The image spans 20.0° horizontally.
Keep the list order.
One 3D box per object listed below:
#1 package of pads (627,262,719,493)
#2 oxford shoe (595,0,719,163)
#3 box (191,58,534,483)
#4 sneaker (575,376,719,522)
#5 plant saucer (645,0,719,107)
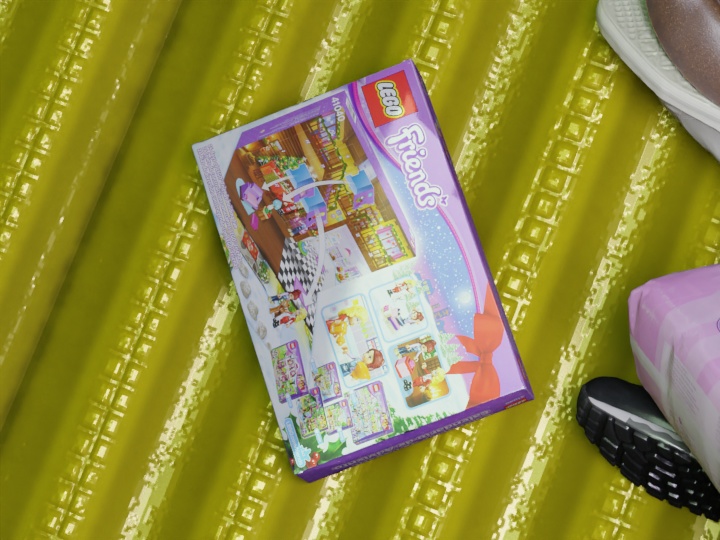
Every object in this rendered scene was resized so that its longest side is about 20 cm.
[{"bbox_3d":[0.216,0.066,0.960,0.119,0.076,0.200,-14,33,-10],"label":"package of pads"},{"bbox_3d":[0.201,-0.085,1.102,0.075,0.058,0.200,-34,64,-30],"label":"oxford shoe"},{"bbox_3d":[0.000,0.000,1.134,0.136,0.039,0.202,-20,74,8],"label":"box"},{"bbox_3d":[0.213,0.088,1.063,0.199,0.076,0.088,23,68,12],"label":"sneaker"},{"bbox_3d":[0.251,-0.158,1.087,0.198,0.032,0.202,-1,61,2],"label":"plant saucer"}]
